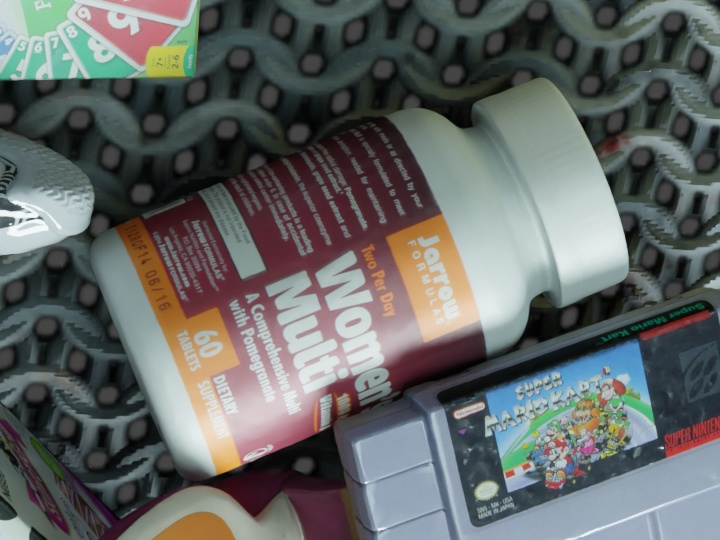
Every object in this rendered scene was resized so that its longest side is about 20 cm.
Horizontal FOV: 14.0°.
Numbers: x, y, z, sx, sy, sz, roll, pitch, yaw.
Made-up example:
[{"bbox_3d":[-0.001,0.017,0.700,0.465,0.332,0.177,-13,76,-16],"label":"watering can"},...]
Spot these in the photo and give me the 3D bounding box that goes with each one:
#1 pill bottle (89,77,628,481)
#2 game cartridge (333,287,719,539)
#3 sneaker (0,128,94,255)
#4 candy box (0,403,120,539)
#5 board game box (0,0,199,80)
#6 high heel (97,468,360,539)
[{"bbox_3d":[0.000,0.000,1.185,0.200,0.110,0.110,-22,120,-6],"label":"pill bottle"},{"bbox_3d":[0.095,0.087,1.185,0.200,0.038,0.130,-19,114,-15],"label":"game cartridge"},{"bbox_3d":[-0.204,0.007,1.145,0.200,0.075,0.115,-3,117,-11],"label":"sneaker"},{"bbox_3d":[-0.134,0.122,1.187,0.061,0.136,0.200,-40,121,3],"label":"candy box"},{"bbox_3d":[-0.159,-0.120,1.123,0.200,0.030,0.096,-1,115,-15],"label":"board game box"},{"bbox_3d":[-0.072,0.115,1.182,0.096,0.200,0.067,-12,96,35],"label":"high heel"}]
